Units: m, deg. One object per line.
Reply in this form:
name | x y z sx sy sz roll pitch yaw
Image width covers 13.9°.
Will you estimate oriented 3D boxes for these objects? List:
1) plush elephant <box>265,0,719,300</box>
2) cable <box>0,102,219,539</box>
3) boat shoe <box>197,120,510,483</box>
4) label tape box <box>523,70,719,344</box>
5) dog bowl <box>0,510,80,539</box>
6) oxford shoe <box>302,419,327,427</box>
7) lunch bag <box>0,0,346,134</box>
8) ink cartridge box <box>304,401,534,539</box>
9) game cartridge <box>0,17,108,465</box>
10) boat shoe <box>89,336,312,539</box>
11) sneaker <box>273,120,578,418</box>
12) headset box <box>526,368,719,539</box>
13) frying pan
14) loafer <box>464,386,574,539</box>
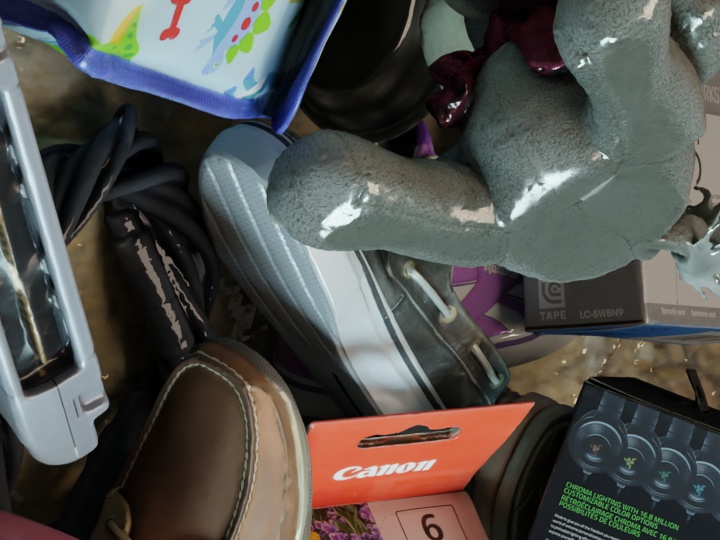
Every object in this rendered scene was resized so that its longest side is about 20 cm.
plush elephant | 0.068 -0.085 1.103 0.165 0.155 0.200 -36 143 25
cable | -0.101 0.036 1.109 0.163 0.051 0.201 2 105 -57
boat shoe | 0.000 0.000 1.158 0.071 0.072 0.200 -48 139 -17
label tape box | 0.129 -0.071 1.294 0.144 0.063 0.201 4 82 -56
dog bowl | -0.131 0.150 1.019 0.200 0.199 0.074 64 39 -48
oxford shoe | -0.017 0.108 1.272 0.074 0.071 0.200 -47 149 14
lunch bag | -0.045 -0.144 1.027 0.170 0.127 0.200 -64 154 6
ink cartridge box | -0.006 0.131 1.187 0.109 0.050 0.200 -4 146 -31
game cartridge | -0.138 -0.044 0.940 0.041 0.133 0.200 -30 138 -19
boat shoe | -0.073 0.122 1.108 0.072 0.076 0.201 -18 127 -55
sneaker | 0.045 -0.017 1.267 0.200 0.073 0.115 -23 123 -46
headset box | 0.115 0.139 1.235 0.174 0.093 0.201 5 106 -78
frying pan | -0.020 -0.117 1.153 0.190 0.031 0.115 19 88 -47
loafer | 0.062 0.088 1.305 0.072 0.063 0.200 -62 165 -5
